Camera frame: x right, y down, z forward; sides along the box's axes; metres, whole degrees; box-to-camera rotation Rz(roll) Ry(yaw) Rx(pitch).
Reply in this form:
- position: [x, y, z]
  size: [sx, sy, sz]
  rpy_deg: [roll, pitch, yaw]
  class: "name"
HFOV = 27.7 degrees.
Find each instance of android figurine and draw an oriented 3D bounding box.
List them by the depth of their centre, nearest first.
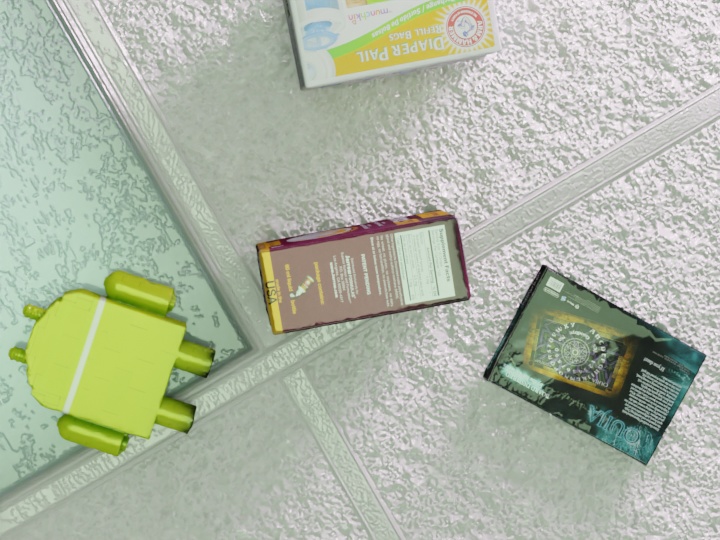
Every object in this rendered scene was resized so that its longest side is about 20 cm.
- position: [-0.254, 0.093, 1.479]
  size: [0.198, 0.041, 0.184]
  rpy_deg: [17, 94, -7]
  class: "android figurine"

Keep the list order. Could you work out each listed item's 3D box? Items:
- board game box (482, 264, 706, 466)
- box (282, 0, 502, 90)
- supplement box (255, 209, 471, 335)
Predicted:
- position: [0.245, 0.100, 1.533]
  size: [0.199, 0.028, 0.136]
  rpy_deg: [29, 93, -8]
  class: "board game box"
- position: [0.029, -0.249, 1.441]
  size: [0.198, 0.101, 0.114]
  rpy_deg: [-12, 96, -4]
  class: "box"
- position: [0.000, 0.000, 1.458]
  size: [0.198, 0.110, 0.086]
  rpy_deg: [-10, 96, -5]
  class: "supplement box"
